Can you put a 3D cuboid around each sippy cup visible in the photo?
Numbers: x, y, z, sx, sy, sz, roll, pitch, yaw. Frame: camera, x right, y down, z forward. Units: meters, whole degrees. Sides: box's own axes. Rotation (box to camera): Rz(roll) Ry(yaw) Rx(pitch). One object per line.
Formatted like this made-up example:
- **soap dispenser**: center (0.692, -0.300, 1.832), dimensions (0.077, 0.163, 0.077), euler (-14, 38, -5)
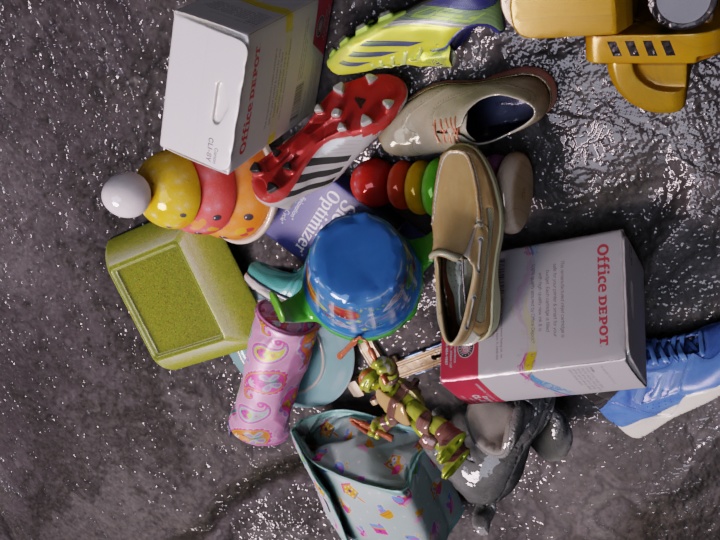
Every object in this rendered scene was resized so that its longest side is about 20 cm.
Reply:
- **sippy cup**: center (0.000, 0.000, 0.995), dimensions (0.139, 0.130, 0.178), euler (30, 81, 8)

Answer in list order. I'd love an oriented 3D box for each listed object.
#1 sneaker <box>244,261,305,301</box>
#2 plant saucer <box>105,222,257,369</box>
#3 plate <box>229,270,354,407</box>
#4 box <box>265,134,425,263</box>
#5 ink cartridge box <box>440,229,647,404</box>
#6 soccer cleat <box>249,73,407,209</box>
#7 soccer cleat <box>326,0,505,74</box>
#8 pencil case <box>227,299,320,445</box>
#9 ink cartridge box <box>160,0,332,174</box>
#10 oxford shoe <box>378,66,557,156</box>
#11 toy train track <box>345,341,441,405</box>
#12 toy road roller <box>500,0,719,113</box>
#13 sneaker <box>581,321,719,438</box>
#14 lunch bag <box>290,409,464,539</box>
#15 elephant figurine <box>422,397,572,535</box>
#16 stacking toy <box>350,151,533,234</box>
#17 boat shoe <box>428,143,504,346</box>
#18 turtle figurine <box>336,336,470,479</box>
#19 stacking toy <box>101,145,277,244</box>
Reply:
- **sneaker**: center (-0.036, 0.012, 1.101), dimensions (0.199, 0.078, 0.080), euler (10, 102, 11)
- **plant saucer**: center (-0.237, 0.033, 1.223), dimensions (0.199, 0.048, 0.201), euler (-18, 102, 35)
- **plate**: center (-0.101, 0.094, 1.219), dimensions (0.200, 0.026, 0.201), euler (13, 119, 24)
- **box**: center (-0.032, -0.052, 1.114), dimensions (0.200, 0.032, 0.121), euler (36, 125, 2)
- **ink cartridge box**: center (0.190, 0.053, 0.993), dimensions (0.199, 0.148, 0.086), euler (-9, 149, 27)
- **soccer cleat**: center (-0.030, -0.137, 1.022), dimensions (0.200, 0.085, 0.069), euler (-39, 69, 6)
- **soccer cleat**: center (0.053, -0.232, 0.959), dimensions (0.200, 0.065, 0.084), euler (-20, 109, 31)
- **pencil case**: center (-0.110, 0.126, 1.172), dimensions (0.087, 0.087, 0.200), euler (25, 124, 10)
- **ink cartridge box**: center (-0.112, -0.207, 0.963), dimensions (0.083, 0.200, 0.146), euler (22, 123, 12)
- **oxford shoe**: center (0.098, -0.157, 0.972), dimensions (0.199, 0.074, 0.071), euler (-16, 110, 31)
- **toy train track**: center (0.059, 0.122, 1.164), dimensions (0.200, 0.033, 0.115), euler (-25, 104, 33)
- **toy road roller**: center (0.234, -0.222, 0.851), dimensions (0.199, 0.123, 0.146), euler (5, 129, 21)
- **sneaker**: center (0.316, 0.093, 1.006), dimensions (0.111, 0.077, 0.200), euler (36, 132, -9)
- **lunch bag**: center (0.010, 0.273, 1.210), dimensions (0.199, 0.122, 0.171), euler (8, 136, 31)
- **elephant figurine**: center (0.169, 0.166, 1.072), dimensions (0.155, 0.141, 0.200), euler (46, 129, 2)
- **stacking toy**: center (0.079, -0.089, 1.017), dimensions (0.199, 0.085, 0.086), euler (7, 119, 26)
- **boat shoe**: center (0.099, -0.024, 0.931), dimensions (0.071, 0.076, 0.201), euler (-4, 95, 37)
- **turtle figurine**: center (0.050, 0.159, 1.060), dimensions (0.161, 0.064, 0.200), euler (39, 149, 28)
- **stacking toy**: center (-0.202, -0.089, 1.053), dimensions (0.146, 0.200, 0.147), euler (12, 108, 40)
